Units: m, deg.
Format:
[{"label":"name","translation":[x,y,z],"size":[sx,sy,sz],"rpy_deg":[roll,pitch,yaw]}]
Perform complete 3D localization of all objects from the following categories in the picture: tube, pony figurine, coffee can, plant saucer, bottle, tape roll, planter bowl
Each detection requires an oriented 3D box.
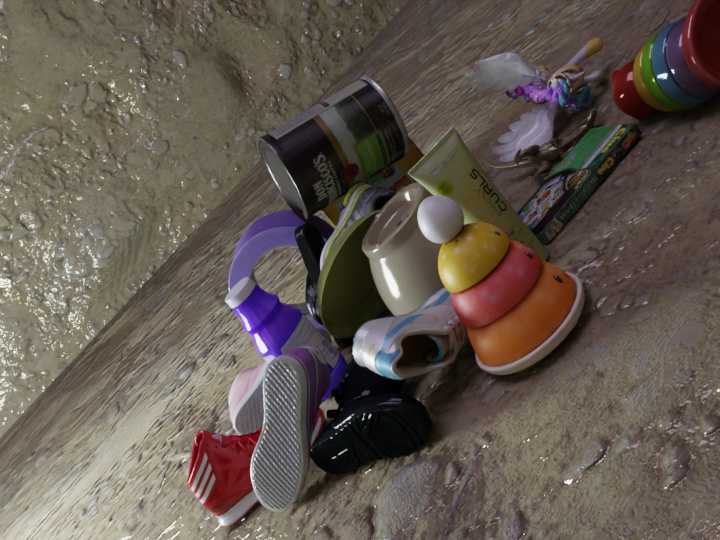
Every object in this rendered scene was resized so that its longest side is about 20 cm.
[{"label":"tube","translation":[0.148,-0.074,1.162],"size":[0.052,0.200,0.058],"rpy_deg":[-26,23,48]},{"label":"pony figurine","translation":[0.282,-0.281,1.475],"size":[0.191,0.168,0.200],"rpy_deg":[-21,11,34]},{"label":"coffee can","translation":[-0.042,-0.194,1.506],"size":[0.199,0.148,0.146],"rpy_deg":[-33,15,-12]},{"label":"plant saucer","translation":[0.000,0.000,1.369],"size":[0.031,0.201,0.200],"rpy_deg":[27,66,30]},{"label":"bottle","translation":[-0.106,0.095,1.344],"size":[0.065,0.200,0.084],"rpy_deg":[-24,27,46]},{"label":"tape roll","translation":[-0.114,0.010,1.557],"size":[0.199,0.200,0.085],"rpy_deg":[-39,18,12]},{"label":"planter bowl","translation":[0.086,-0.030,1.277],"size":[0.200,0.134,0.201],"rpy_deg":[-44,19,19]}]

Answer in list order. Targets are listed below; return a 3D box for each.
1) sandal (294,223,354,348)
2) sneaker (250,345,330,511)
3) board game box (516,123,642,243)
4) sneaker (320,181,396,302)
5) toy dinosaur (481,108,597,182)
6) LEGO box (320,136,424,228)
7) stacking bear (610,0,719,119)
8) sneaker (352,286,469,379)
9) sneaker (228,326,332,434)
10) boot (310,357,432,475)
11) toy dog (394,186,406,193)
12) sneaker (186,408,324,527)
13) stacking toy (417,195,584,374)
[{"label":"sandal","translation":[-0.059,0.028,1.454],"size":[0.048,0.203,0.075],"rpy_deg":[-28,-16,25]},{"label":"sneaker","translation":[-0.075,0.192,1.189],"size":[0.114,0.072,0.203],"rpy_deg":[-24,-53,-67]},{"label":"board game box","translation":[0.278,-0.116,1.267],"size":[0.200,0.023,0.105],"rpy_deg":[-48,15,-10]},{"label":"sneaker","translation":[0.000,-0.044,1.433],"size":[0.080,0.074,0.202],"rpy_deg":[0,67,42]},{"label":"toy dinosaur","translation":[0.262,-0.166,1.399],"size":[0.198,0.059,0.101],"rpy_deg":[-23,10,31]},{"label":"LEGO box","translation":[0.034,-0.137,1.655],"size":[0.200,0.149,0.077],"rpy_deg":[-41,16,6]},{"label":"stacking bear","translation":[0.392,-0.251,1.198],"size":[0.114,0.122,0.200],"rpy_deg":[-42,6,-20]},{"label":"sneaker","translation":[0.092,0.074,1.105],"size":[0.198,0.078,0.080],"rpy_deg":[-23,26,-28]},{"label":"sneaker","translation":[-0.132,0.155,1.468],"size":[0.201,0.075,0.105],"rpy_deg":[-49,23,-2]},{"label":"boot","translation":[0.028,0.149,1.136],"size":[0.198,0.073,0.163],"rpy_deg":[-33,20,43]},{"label":"toy dog","translation":[0.070,-0.096,1.553],"size":[0.198,0.131,0.098],"rpy_deg":[-14,55,41]},{"label":"sneaker","translation":[-0.146,0.231,1.257],"size":[0.200,0.116,0.078],"rpy_deg":[-47,17,-10]},{"label":"stacking toy","translation":[0.132,-0.001,1.027],"size":[0.146,0.200,0.147],"rpy_deg":[-38,18,15]}]
